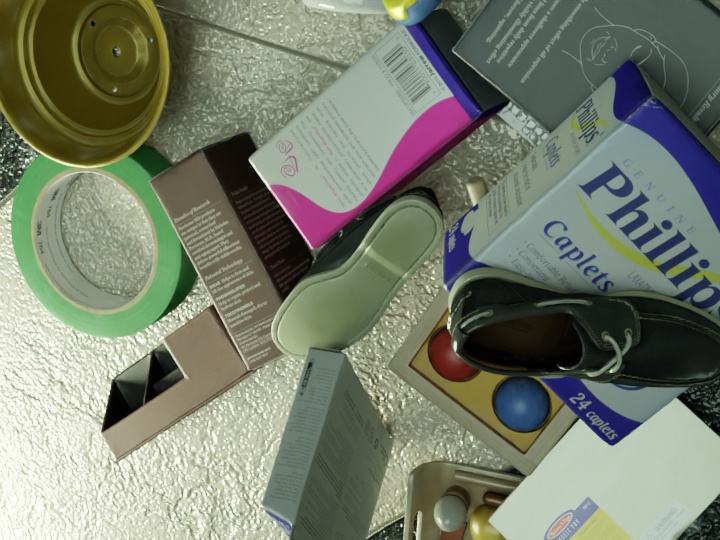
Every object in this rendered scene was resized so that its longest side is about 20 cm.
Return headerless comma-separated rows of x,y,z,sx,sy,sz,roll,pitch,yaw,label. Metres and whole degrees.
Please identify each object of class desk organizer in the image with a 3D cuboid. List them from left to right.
-0.185,0.108,1.142,0.199,0.072,0.077,-34,90,25,desk organizer

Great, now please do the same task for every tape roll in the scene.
-0.258,-0.034,1.140,0.198,0.048,0.203,5,106,19,tape roll

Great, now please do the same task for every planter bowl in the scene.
-0.249,-0.204,1.069,0.198,0.083,0.203,5,106,19,planter bowl

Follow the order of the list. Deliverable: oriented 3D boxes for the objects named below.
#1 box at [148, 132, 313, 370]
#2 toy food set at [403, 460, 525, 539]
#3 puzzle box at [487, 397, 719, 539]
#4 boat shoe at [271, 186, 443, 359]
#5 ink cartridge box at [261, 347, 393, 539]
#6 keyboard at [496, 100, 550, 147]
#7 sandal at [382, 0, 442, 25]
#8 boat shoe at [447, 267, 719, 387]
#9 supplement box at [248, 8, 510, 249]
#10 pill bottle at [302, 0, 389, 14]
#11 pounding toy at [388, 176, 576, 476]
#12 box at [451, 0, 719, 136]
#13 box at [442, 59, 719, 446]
-0.106,-0.020,1.060,0.074,0.100,0.202,-23,96,24,box
0.137,0.272,1.074,0.197,0.060,0.146,9,108,18,toy food set
0.226,0.196,1.005,0.133,0.025,0.200,43,99,8,puzzle box
-0.002,-0.002,0.973,0.074,0.066,0.200,35,118,-10,boat shoe
-0.031,0.202,0.998,0.040,0.202,0.200,5,150,19,ink cartridge box
0.200,-0.101,0.972,0.200,0.011,0.056,42,115,5,keyboard
0.095,-0.264,0.892,0.200,0.087,0.079,-50,41,-11,sandal
0.156,0.051,0.763,0.197,0.068,0.073,10,114,0,boat shoe
0.016,-0.122,0.980,0.199,0.103,0.102,-37,88,26,supplement box
0.008,-0.318,0.927,0.110,0.111,0.203,9,107,18,pill bottle
0.131,0.039,0.965,0.183,0.142,0.201,36,114,7,pounding toy
0.200,-0.175,0.895,0.200,0.107,0.149,41,111,6,box
0.191,-0.012,0.825,0.184,0.105,0.200,42,110,-11,box
